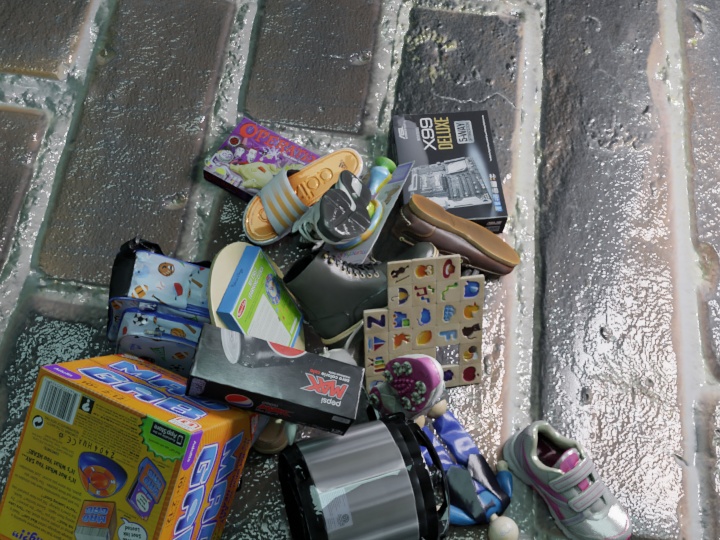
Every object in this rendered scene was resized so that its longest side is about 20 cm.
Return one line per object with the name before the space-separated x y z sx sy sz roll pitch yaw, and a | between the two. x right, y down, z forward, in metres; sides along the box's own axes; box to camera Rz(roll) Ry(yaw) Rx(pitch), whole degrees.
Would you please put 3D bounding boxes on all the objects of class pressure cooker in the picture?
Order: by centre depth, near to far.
pressure cooker | 0.012 0.277 1.272 0.197 0.178 0.179 -14 31 -14

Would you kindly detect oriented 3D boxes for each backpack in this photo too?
backpack | -0.240 0.060 1.386 0.187 0.200 0.157 4 69 -14

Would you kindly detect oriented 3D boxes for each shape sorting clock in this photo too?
shape sorting clock | -0.133 0.061 1.343 0.039 0.200 0.203 -16 56 24

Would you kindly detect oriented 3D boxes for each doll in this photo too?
doll | 0.135 0.275 1.360 0.135 0.049 0.201 -29 72 -25

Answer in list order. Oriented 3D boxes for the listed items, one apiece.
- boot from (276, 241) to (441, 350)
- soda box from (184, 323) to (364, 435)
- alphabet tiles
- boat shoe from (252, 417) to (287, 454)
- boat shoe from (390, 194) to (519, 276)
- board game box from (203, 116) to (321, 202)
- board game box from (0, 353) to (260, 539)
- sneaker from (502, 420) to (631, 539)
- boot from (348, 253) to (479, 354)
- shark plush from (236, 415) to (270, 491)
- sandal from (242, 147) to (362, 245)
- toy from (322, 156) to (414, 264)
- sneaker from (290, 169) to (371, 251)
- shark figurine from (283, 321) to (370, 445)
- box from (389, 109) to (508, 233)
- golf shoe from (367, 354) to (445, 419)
boot | 0.000 0.000 1.390 0.200 0.139 0.077 -41 26 -4
soda box | -0.099 0.128 1.214 0.197 0.063 0.072 16 61 -8
alphabet tiles | 0.085 0.075 1.401 0.164 0.203 0.008 -6 27 -8
boat shoe | -0.123 0.144 1.408 0.070 0.065 0.203 0 60 -4
boat shoe | 0.137 -0.040 1.519 0.198 0.071 0.071 27 26 -17
board game box | -0.127 -0.146 1.600 0.198 0.032 0.121 27 58 12
board game box | -0.266 0.232 1.216 0.197 0.200 0.203 20 95 15
sneaker | 0.269 0.274 1.346 0.200 0.089 0.081 42 65 18
boot | 0.054 0.023 1.489 0.174 0.070 0.200 41 67 18
shark plush | -0.183 0.252 1.325 0.082 0.091 0.202 15 63 21
sandal | -0.090 -0.122 1.526 0.205 0.059 0.080 -36 74 -3
toy | -0.007 -0.090 1.528 0.047 0.114 0.201 48 56 -27
sneaker | -0.046 -0.055 1.412 0.075 0.115 0.201 40 21 -7
shark figurine | -0.031 0.143 1.318 0.090 0.214 0.128 45 107 10
box | 0.132 -0.149 1.604 0.155 0.050 0.203 -3 61 -5
golf shoe | 0.073 0.144 1.348 0.091 0.200 0.076 -24 78 -24
